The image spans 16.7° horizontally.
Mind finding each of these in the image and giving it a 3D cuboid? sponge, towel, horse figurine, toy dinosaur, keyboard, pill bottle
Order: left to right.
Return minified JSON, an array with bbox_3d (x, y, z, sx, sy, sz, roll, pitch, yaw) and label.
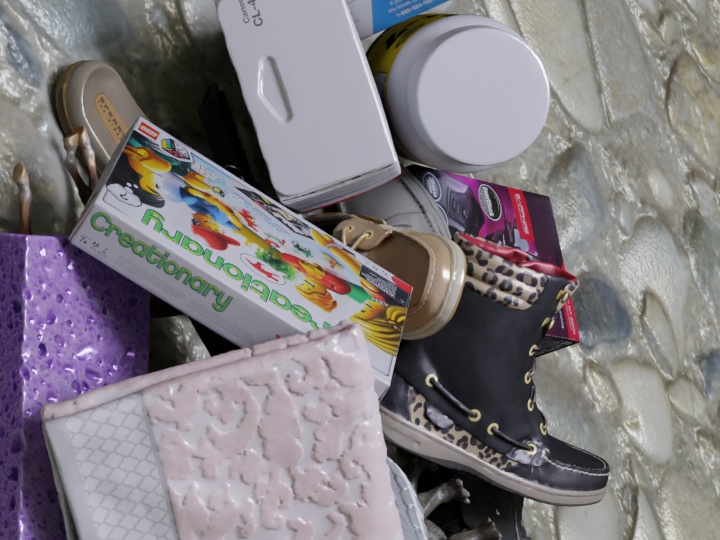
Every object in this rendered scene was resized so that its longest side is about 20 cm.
[{"bbox_3d":[-0.166,0.078,1.409,0.112,0.030,0.200,3,88,-56],"label":"sponge"},{"bbox_3d":[-0.174,-0.008,1.478,0.200,0.050,0.133,-37,108,-59],"label":"horse figurine"},{"bbox_3d":[-0.072,0.142,1.390,0.032,0.191,0.200,-127,-155,-64],"label":"towel"},{"bbox_3d":[-0.056,-0.026,1.622,0.104,0.040,0.200,-88,159,-72],"label":"keyboard"},{"bbox_3d":[0.029,0.182,1.649,0.102,0.077,0.200,-31,84,-16],"label":"toy dinosaur"},{"bbox_3d":[0.068,-0.128,1.766,0.114,0.114,0.200,63,-6,-10],"label":"pill bottle"}]

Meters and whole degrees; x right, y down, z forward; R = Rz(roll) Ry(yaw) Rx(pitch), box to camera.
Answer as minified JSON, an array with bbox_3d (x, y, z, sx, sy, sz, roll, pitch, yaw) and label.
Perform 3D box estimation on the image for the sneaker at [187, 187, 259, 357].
[{"bbox_3d":[-0.067,0.048,1.536,0.088,0.076,0.200,91,-14,-69],"label":"sneaker"}]

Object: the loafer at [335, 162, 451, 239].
[{"bbox_3d":[0.036,-0.010,1.746,0.200,0.070,0.070,58,4,14],"label":"loafer"}]

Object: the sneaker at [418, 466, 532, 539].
[{"bbox_3d":[0.076,0.178,1.737,0.091,0.076,0.200,-18,86,-51],"label":"sneaker"}]

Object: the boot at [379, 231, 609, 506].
[{"bbox_3d":[0.108,0.069,1.674,0.200,0.151,0.073,21,9,-21],"label":"boot"}]

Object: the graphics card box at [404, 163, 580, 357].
[{"bbox_3d":[0.089,-0.005,1.875,0.200,0.051,0.126,10,65,-53],"label":"graphics card box"}]

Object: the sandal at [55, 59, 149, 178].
[{"bbox_3d":[-0.122,-0.053,1.581,0.200,0.054,0.080,58,34,-18],"label":"sandal"}]

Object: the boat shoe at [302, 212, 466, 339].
[{"bbox_3d":[0.000,0.000,1.632,0.069,0.200,0.074,17,86,-27],"label":"boat shoe"}]

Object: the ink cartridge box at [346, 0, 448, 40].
[{"bbox_3d":[-0.021,-0.284,1.775,0.200,0.147,0.145,56,34,-22],"label":"ink cartridge box"}]

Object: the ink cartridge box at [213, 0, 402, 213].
[{"bbox_3d":[-0.033,-0.120,1.647,0.200,0.086,0.148,-100,171,-90],"label":"ink cartridge box"}]

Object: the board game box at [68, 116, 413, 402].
[{"bbox_3d":[-0.066,-0.003,1.443,0.200,0.035,0.126,32,27,-9],"label":"board game box"}]

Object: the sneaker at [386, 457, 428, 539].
[{"bbox_3d":[-0.005,0.157,1.549,0.200,0.075,0.116,55,5,40],"label":"sneaker"}]
